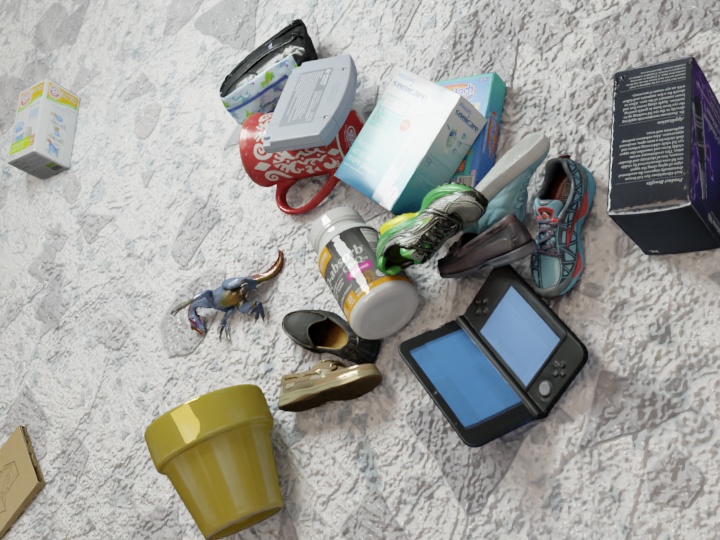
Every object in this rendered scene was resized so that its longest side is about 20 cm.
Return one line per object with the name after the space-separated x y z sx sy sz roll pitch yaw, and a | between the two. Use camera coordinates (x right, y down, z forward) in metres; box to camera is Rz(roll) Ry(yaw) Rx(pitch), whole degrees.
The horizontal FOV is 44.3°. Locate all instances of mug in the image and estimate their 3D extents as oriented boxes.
-0.087 -0.204 1.553 0.198 0.179 0.134 -4 32 32 | mug

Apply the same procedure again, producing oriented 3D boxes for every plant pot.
-0.214 0.306 1.380 0.200 0.200 0.190 -32 70 23 | plant pot

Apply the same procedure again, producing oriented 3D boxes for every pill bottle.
0.000 0.000 1.379 0.116 0.116 0.201 -44 51 15 | pill bottle

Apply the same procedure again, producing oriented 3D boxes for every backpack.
-0.169 -0.352 1.642 0.198 0.155 0.164 -22 35 6 | backpack

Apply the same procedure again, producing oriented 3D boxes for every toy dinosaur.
-0.237 0.058 1.594 0.200 0.106 0.180 -41 24 -32 | toy dinosaur

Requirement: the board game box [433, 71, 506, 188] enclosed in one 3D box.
0.143 -0.205 1.401 0.151 0.045 0.202 0 73 38 | board game box

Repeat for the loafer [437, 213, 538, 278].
0.171 -0.036 1.253 0.199 0.071 0.064 -16 101 59 | loafer

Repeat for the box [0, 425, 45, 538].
-0.735 0.449 1.828 0.200 0.021 0.164 -49 49 10 | box

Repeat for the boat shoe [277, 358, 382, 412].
-0.053 0.169 1.380 0.198 0.071 0.065 -20 61 32 | boat shoe

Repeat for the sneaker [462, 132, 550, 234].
0.217 -0.112 1.267 0.200 0.082 0.074 -46 11 42 | sneaker

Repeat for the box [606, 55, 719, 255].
0.387 -0.139 1.115 0.103 0.148 0.202 -6 69 35 | box

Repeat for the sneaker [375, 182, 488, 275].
0.102 -0.051 1.255 0.199 0.078 0.086 -34 32 36 | sneaker

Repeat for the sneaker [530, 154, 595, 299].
0.261 -0.063 1.215 0.079 0.095 0.202 1 72 38 | sneaker

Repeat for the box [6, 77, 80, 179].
-0.759 -0.339 2.125 0.112 0.101 0.202 -14 64 33 | box

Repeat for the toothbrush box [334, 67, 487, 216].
0.076 -0.189 1.361 0.146 0.085 0.201 37 95 42 | toothbrush box

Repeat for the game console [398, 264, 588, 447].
0.173 0.108 1.191 0.200 0.117 0.172 52 123 38 | game console

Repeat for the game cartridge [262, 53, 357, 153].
-0.076 -0.277 1.468 0.132 0.041 0.202 -6 49 30 | game cartridge

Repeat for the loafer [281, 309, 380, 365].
-0.060 0.096 1.415 0.198 0.072 0.074 9 78 41 | loafer

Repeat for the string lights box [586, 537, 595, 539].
0.253 0.413 1.016 0.059 0.102 0.201 30 91 42 | string lights box
